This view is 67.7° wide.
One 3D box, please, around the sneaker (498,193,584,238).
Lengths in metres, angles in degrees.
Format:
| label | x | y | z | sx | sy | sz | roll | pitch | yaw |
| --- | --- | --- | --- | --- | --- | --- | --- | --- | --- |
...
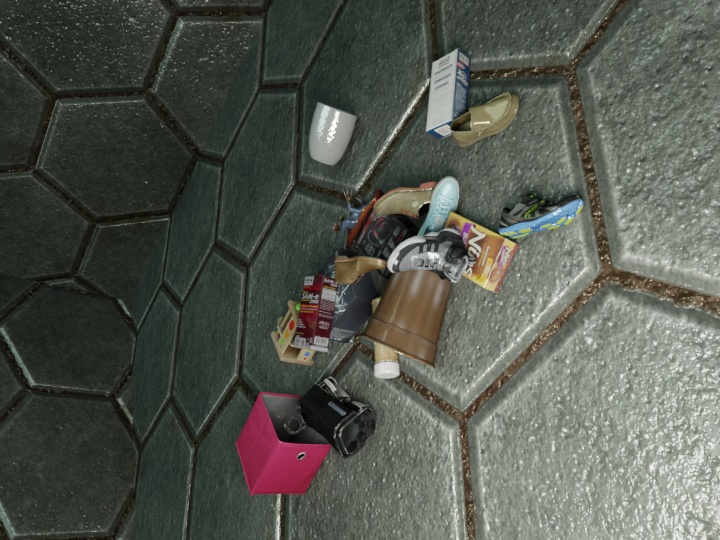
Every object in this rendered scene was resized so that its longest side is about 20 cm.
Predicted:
| label | x | y | z | sx | sy | sz | roll | pitch | yaw |
| --- | --- | --- | --- | --- | --- | --- | --- | --- | --- |
| sneaker | 0.367 | -0.125 | 1.119 | 0.197 | 0.069 | 0.086 | -15 | 71 | 54 |

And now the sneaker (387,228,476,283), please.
| label | x | y | z | sx | sy | sz | roll | pitch | yaw |
| --- | --- | --- | --- | --- | --- | --- | --- | --- | --- |
| sneaker | 0.161 | -0.021 | 1.183 | 0.115 | 0.194 | 0.077 | 54 | 154 | 40 |

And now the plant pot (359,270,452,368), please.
| label | x | y | z | sx | sy | sz | roll | pitch | yaw |
| --- | --- | --- | --- | --- | --- | --- | --- | --- | --- |
| plant pot | 0.120 | 0.099 | 1.285 | 0.198 | 0.197 | 0.205 | 14 | 81 | 54 |

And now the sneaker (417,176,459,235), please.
| label | x | y | z | sx | sy | sz | roll | pitch | yaw |
| --- | --- | --- | --- | --- | --- | --- | --- | --- | --- |
| sneaker | 0.198 | -0.128 | 1.333 | 0.082 | 0.071 | 0.206 | -92 | 19 | -69 |

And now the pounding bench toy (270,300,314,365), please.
| label | x | y | z | sx | sy | sz | roll | pitch | yaw |
| --- | --- | --- | --- | --- | --- | --- | --- | --- | --- |
| pounding bench toy | -0.202 | 0.172 | 1.740 | 0.159 | 0.121 | 0.201 | -59 | 39 | 20 |

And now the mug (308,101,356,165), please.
| label | x | y | z | sx | sy | sz | roll | pitch | yaw |
| --- | --- | --- | --- | --- | --- | --- | --- | --- | --- |
| mug | -0.104 | -0.467 | 1.849 | 0.201 | 0.143 | 0.181 | -90 | 18 | -73 |

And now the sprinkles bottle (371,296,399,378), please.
| label | x | y | z | sx | sy | sz | roll | pitch | yaw |
| --- | --- | --- | --- | --- | --- | --- | --- | --- | --- |
| sprinkles bottle | 0.066 | 0.177 | 1.422 | 0.067 | 0.067 | 0.207 | -27 | 56 | 45 |

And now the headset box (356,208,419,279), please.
| label | x | y | z | sx | sy | sz | roll | pitch | yaw |
| --- | --- | --- | --- | --- | --- | --- | --- | --- | --- |
| headset box | 0.076 | -0.091 | 1.499 | 0.152 | 0.073 | 0.201 | -60 | 38 | 19 |

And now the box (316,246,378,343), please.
| label | x | y | z | sx | sy | sz | roll | pitch | yaw |
| --- | --- | --- | --- | --- | --- | --- | --- | --- | --- |
| box | -0.053 | 0.073 | 1.591 | 0.183 | 0.102 | 0.204 | -50 | 43 | 28 |

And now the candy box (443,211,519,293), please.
| label | x | y | z | sx | sy | sz | roll | pitch | yaw |
| --- | --- | --- | --- | --- | --- | --- | --- | --- | --- |
| candy box | 0.262 | -0.047 | 1.248 | 0.199 | 0.055 | 0.120 | 36 | 106 | 51 |

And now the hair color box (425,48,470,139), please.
| label | x | y | z | sx | sy | sz | roll | pitch | yaw |
| --- | --- | --- | --- | --- | --- | --- | --- | --- | --- |
| hair color box | 0.235 | -0.469 | 1.435 | 0.098 | 0.059 | 0.208 | -8 | 71 | 51 |

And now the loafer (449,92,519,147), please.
| label | x | y | z | sx | sy | sz | roll | pitch | yaw |
| --- | --- | --- | --- | --- | --- | --- | --- | --- | --- |
| loafer | 0.297 | -0.367 | 1.307 | 0.198 | 0.066 | 0.079 | -29 | 55 | 45 |

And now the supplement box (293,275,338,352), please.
| label | x | y | z | sx | sy | sz | roll | pitch | yaw |
| --- | --- | --- | --- | --- | --- | --- | --- | --- | --- |
| supplement box | -0.127 | 0.122 | 1.538 | 0.107 | 0.059 | 0.208 | -3 | 75 | 54 |

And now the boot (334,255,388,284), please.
| label | x | y | z | sx | sy | sz | roll | pitch | yaw |
| --- | --- | --- | --- | --- | --- | --- | --- | --- | --- |
| boot | 0.000 | 0.000 | 1.443 | 0.196 | 0.072 | 0.079 | -4 | 76 | 49 |

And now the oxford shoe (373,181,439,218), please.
| label | x | y | z | sx | sy | sz | roll | pitch | yaw |
| --- | --- | --- | --- | --- | --- | --- | --- | --- | --- |
| oxford shoe | 0.126 | -0.171 | 1.405 | 0.193 | 0.071 | 0.077 | -14 | 62 | 18 |

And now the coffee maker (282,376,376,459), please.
| label | x | y | z | sx | sy | sz | roll | pitch | yaw |
| --- | --- | --- | --- | --- | --- | --- | --- | --- | --- |
| coffee maker | -0.077 | 0.411 | 1.446 | 0.194 | 0.135 | 0.198 | -52 | 35 | -12 |

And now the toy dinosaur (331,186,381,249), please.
| label | x | y | z | sx | sy | sz | roll | pitch | yaw |
| --- | --- | --- | --- | --- | --- | --- | --- | --- | --- |
| toy dinosaur | 0.003 | -0.170 | 1.662 | 0.177 | 0.104 | 0.206 | -14 | 102 | 36 |

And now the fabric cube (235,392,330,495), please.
| label | x | y | z | sx | sy | sz | roll | pitch | yaw |
| --- | --- | --- | --- | --- | --- | --- | --- | --- | --- |
| fabric cube | -0.231 | 0.514 | 1.593 | 0.203 | 0.192 | 0.201 | -60 | 39 | 17 |
